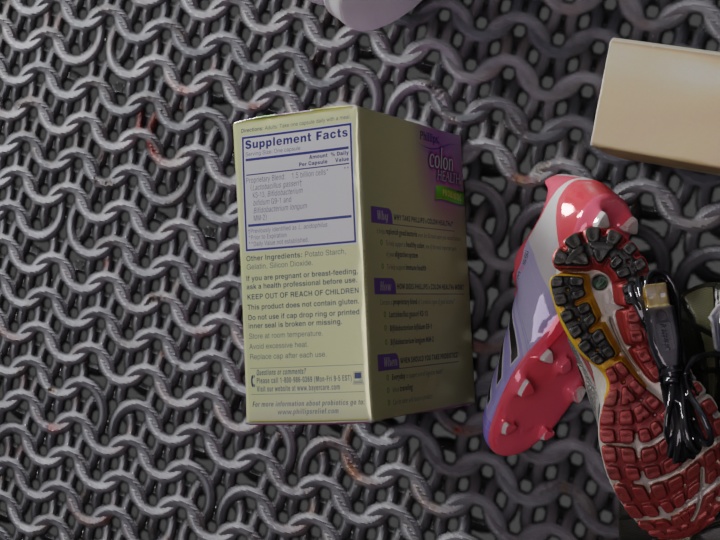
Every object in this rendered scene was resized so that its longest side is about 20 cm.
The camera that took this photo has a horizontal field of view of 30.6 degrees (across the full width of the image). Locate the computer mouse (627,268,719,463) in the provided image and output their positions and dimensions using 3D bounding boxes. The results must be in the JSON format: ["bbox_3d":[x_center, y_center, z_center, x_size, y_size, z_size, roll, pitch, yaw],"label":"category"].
[{"bbox_3d":[0.235,0.056,0.791,0.044,0.199,0.111,-37,60,45],"label":"computer mouse"}]

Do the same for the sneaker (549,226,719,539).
[{"bbox_3d":[0.177,0.069,0.828,0.077,0.082,0.202,-17,87,9],"label":"sneaker"}]

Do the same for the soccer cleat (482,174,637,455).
[{"bbox_3d":[0.128,0.031,0.919,0.076,0.066,0.202,39,114,53],"label":"soccer cleat"}]

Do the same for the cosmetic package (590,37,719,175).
[{"bbox_3d":[0.256,-0.091,0.823,0.198,0.105,0.072,14,95,29],"label":"cosmetic package"}]

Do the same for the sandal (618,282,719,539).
[{"bbox_3d":[0.227,0.110,0.865,0.079,0.057,0.203,10,79,33],"label":"sandal"}]

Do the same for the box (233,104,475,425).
[{"bbox_3d":[0.000,0.000,0.914,0.096,0.176,0.202,-3,88,27],"label":"box"}]

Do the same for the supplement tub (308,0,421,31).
[{"bbox_3d":[-0.031,-0.285,0.956,0.200,0.140,0.141,47,109,20],"label":"supplement tub"}]
